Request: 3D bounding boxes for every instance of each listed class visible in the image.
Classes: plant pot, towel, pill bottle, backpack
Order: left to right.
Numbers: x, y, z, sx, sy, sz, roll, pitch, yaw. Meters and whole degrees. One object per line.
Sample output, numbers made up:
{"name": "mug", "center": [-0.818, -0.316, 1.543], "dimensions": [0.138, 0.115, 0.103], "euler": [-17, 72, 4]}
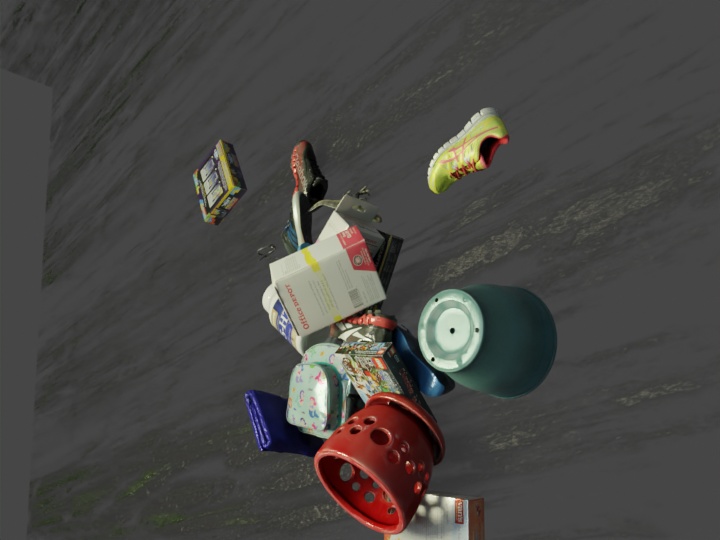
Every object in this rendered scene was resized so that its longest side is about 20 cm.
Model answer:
{"name": "towel", "center": [-0.169, 0.346, 1.365], "dimensions": [0.049, 0.199, 0.149], "euler": [-42, 52, 14]}
{"name": "pill bottle", "center": [-0.148, 0.107, 1.460], "dimensions": [0.199, 0.119, 0.121], "euler": [35, 104, 44]}
{"name": "backpack", "center": [-0.065, 0.258, 1.328], "dimensions": [0.176, 0.149, 0.204], "euler": [0, 75, 46]}
{"name": "plant pot", "center": [0.042, 0.334, 1.114], "dimensions": [0.198, 0.203, 0.183], "euler": [-2, 35, 44]}
{"name": "plant pot", "center": [0.205, 0.112, 1.057], "dimensions": [0.198, 0.186, 0.204], "euler": [-14, 70, 41]}

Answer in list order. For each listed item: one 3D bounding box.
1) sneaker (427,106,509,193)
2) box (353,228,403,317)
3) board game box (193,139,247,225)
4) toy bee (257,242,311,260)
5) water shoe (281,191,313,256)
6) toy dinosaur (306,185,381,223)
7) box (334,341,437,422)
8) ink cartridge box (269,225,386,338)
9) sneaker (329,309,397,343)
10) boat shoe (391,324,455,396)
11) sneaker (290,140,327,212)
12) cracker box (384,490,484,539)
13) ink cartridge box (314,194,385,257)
{"name": "sneaker", "center": [0.212, -0.221, 1.213], "dimensions": [0.200, 0.077, 0.091], "euler": [-49, 53, 24]}
{"name": "box", "center": [0.000, 0.000, 1.390], "dimensions": [0.159, 0.049, 0.203], "euler": [25, 98, 47]}
{"name": "board game box", "center": [-0.433, -0.269, 1.885], "dimensions": [0.165, 0.056, 0.202], "euler": [-41, 53, 28]}
{"name": "toy bee", "center": [-0.135, 0.001, 1.426], "dimensions": [0.110, 0.197, 0.131], "euler": [68, 156, 19]}
{"name": "water shoe", "center": [-0.161, -0.092, 1.499], "dimensions": [0.077, 0.072, 0.204], "euler": [4, 112, 21]}
{"name": "toy dinosaur", "center": [-0.027, -0.157, 1.434], "dimensions": [0.197, 0.048, 0.088], "euler": [12, 46, 32]}
{"name": "box", "center": [0.048, 0.227, 1.192], "dimensions": [0.135, 0.202, 0.038], "euler": [-5, 32, 48]}
{"name": "ink cartridge box", "center": [-0.066, 0.022, 1.236], "dimensions": [0.197, 0.147, 0.084], "euler": [-24, 31, -3]}
{"name": "sneaker", "center": [-0.005, 0.139, 1.268], "dimensions": [0.199, 0.070, 0.100], "euler": [-10, 65, 52]}
{"name": "boat shoe", "center": [0.110, 0.182, 1.223], "dimensions": [0.201, 0.068, 0.085], "euler": [53, 125, 40]}
{"name": "sneaker", "center": [-0.125, -0.236, 1.547], "dimensions": [0.097, 0.070, 0.205], "euler": [-15, 72, 42]}
{"name": "cracker box", "center": [0.133, 0.479, 1.130], "dimensions": [0.198, 0.057, 0.137], "euler": [-11, 73, 44]}
{"name": "ink cartridge box", "center": [-0.029, -0.049, 1.313], "dimensions": [0.067, 0.116, 0.202], "euler": [48, 114, 42]}
